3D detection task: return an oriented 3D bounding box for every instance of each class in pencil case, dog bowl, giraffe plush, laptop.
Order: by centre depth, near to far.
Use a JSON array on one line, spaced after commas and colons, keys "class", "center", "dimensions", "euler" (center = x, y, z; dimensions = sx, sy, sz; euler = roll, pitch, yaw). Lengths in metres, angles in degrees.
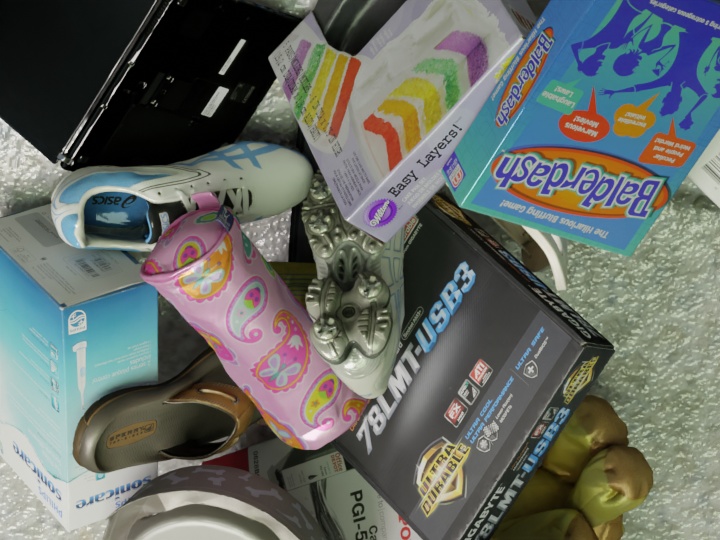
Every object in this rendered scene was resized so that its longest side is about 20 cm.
[{"class": "pencil case", "center": [-0.074, 0.039, 1.631], "dimensions": [0.087, 0.088, 0.200], "euler": [-30, 119, 14]}, {"class": "laptop", "center": [-0.173, -0.166, 1.666], "dimensions": [0.199, 0.104, 0.178], "euler": [14, 123, -40]}, {"class": "dog bowl", "center": [-0.108, 0.235, 1.691], "dimensions": [0.198, 0.059, 0.202], "euler": [6, 118, 12]}, {"class": "giraffe plush", "center": [0.159, 0.211, 1.828], "dimensions": [0.199, 0.173, 0.162], "euler": [-38, 137, 7]}]

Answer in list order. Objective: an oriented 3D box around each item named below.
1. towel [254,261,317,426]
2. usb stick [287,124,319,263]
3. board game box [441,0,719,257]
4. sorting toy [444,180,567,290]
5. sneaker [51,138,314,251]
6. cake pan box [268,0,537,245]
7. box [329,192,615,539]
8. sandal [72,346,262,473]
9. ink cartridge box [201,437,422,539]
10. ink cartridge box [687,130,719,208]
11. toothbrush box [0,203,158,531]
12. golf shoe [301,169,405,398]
[{"class": "towel", "center": [-0.003, 0.056, 1.764], "dimensions": [0.198, 0.023, 0.145], "euler": [0, 119, -21]}, {"class": "usb stick", "center": [-0.026, -0.043, 1.729], "dimensions": [0.055, 0.033, 0.202], "euler": [2, 120, -6]}, {"class": "board game box", "center": [0.168, -0.112, 1.499], "dimensions": [0.151, 0.045, 0.201], "euler": [14, 123, -31]}, {"class": "sorting toy", "center": [0.102, -0.068, 1.635], "dimensions": [0.107, 0.181, 0.200], "euler": [-39, 115, 19]}, {"class": "sneaker", "center": [-0.128, -0.048, 1.659], "dimensions": [0.198, 0.073, 0.072], "euler": [-9, 127, -13]}, {"class": "cake pan box", "center": [0.033, -0.150, 1.580], "dimensions": [0.184, 0.201, 0.052], "euler": [-43, 134, 19]}, {"class": "box", "center": [0.062, 0.076, 1.667], "dimensions": [0.049, 0.198, 0.201], "euler": [7, 121, -53]}, {"class": "sandal", "center": [-0.121, 0.106, 1.676], "dimensions": [0.199, 0.054, 0.082], "euler": [-17, 126, -37]}, {"class": "ink cartridge box", "center": [-0.018, 0.199, 1.774], "dimensions": [0.199, 0.148, 0.083], "euler": [-20, 151, 23]}, {"class": "ink cartridge box", "center": [0.258, -0.163, 1.605], "dimensions": [0.147, 0.145, 0.200], "euler": [-40, 114, 20]}, {"class": "toothbrush box", "center": [-0.222, 0.071, 1.711], "dimensions": [0.085, 0.146, 0.202], "euler": [-16, 124, -31]}, {"class": "golf shoe", "center": [0.000, 0.000, 1.648], "dimensions": [0.077, 0.201, 0.098], "euler": [-1, 145, 13]}]
